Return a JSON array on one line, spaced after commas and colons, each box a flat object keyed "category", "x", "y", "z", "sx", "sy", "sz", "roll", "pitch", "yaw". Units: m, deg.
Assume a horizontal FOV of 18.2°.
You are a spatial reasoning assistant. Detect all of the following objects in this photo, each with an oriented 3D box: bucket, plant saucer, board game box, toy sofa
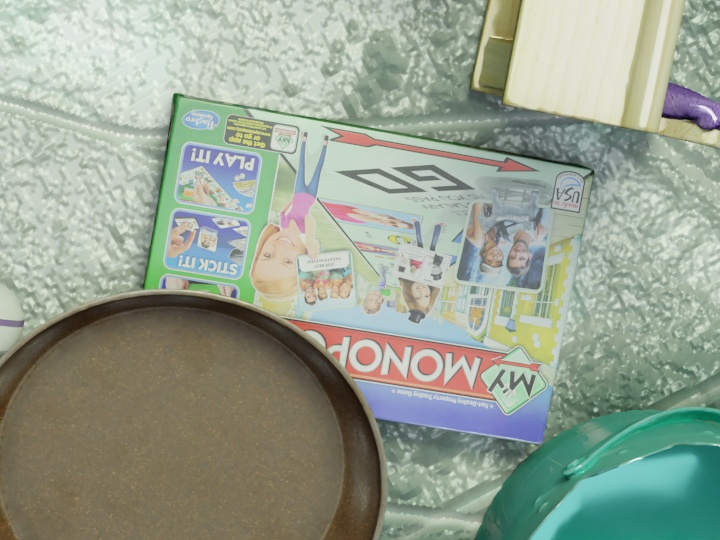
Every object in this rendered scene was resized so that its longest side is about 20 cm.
[{"category": "bucket", "x": 0.147, "y": 0.162, "z": 1.044, "sx": 0.207, "sy": 0.135, "sz": 0.208, "roll": -1, "pitch": 99, "yaw": -6}, {"category": "plant saucer", "x": -0.088, "y": 0.096, "z": 1.042, "sx": 0.200, "sy": 0.035, "sz": 0.201, "roll": -2, "pitch": 112, "yaw": -4}, {"category": "board game box", "x": 0.000, "y": 0.000, "z": 1.059, "sx": 0.199, "sy": 0.029, "sz": 0.135, "roll": 9, "pitch": 96, "yaw": -8}, {"category": "toy sofa", "x": 0.107, "y": -0.105, "z": 0.971, "sx": 0.097, "sy": 0.200, "sz": 0.083, "roll": 11, "pitch": 96, "yaw": -2}]

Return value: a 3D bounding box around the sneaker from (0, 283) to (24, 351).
[{"category": "sneaker", "x": -0.226, "y": -0.045, "z": 1.006, "sx": 0.200, "sy": 0.073, "sz": 0.114, "roll": 28, "pitch": 91, "yaw": -9}]
